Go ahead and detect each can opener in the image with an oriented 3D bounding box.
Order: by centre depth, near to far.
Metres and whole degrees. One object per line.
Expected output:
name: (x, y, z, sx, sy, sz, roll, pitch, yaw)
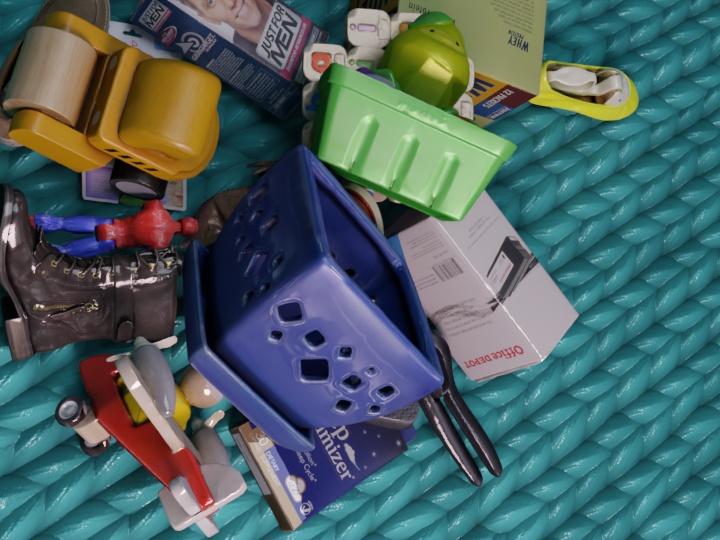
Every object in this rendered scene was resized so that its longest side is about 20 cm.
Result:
can opener: (0.093, 0.152, 1.467, 0.202, 0.063, 0.079, 62, 31, -13)

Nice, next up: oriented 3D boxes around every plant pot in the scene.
plant pot: (-0.058, 0.038, 1.250, 0.200, 0.179, 0.201, 47, 18, -34)

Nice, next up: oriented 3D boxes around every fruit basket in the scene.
fruit basket: (0.059, -0.171, 1.331, 0.212, 0.155, 0.219, 0, 92, -8)

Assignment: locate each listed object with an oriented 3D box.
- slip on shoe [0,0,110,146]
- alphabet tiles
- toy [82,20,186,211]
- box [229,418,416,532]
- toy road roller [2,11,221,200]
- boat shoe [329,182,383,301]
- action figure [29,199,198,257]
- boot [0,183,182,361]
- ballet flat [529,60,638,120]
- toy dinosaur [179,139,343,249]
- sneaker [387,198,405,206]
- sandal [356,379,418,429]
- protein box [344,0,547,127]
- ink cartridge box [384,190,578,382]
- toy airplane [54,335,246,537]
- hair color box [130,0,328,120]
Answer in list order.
slip on shoe: (-0.312, -0.219, 1.320, 0.075, 0.061, 0.201, 27, 67, 5)
alphabet tiles: (0.030, -0.173, 1.403, 0.193, 0.015, 0.203, 0, 91, -19)
toy: (-0.229, -0.168, 1.371, 0.114, 0.047, 0.203, 5, 75, -30)
box: (-0.030, 0.171, 1.406, 0.199, 0.032, 0.122, -31, 93, -33)
toy road roller: (-0.221, -0.159, 1.253, 0.199, 0.145, 0.125, 25, 70, -34)
boat shoe: (0.000, 0.000, 1.404, 0.063, 0.071, 0.201, -48, 140, -28)
action figure: (-0.260, -0.031, 1.317, 0.197, 0.099, 0.066, -6, 82, -8)
boot: (-0.255, -0.003, 1.247, 0.172, 0.202, 0.069, -9, 37, -16)
ballet flat: (0.289, -0.231, 1.668, 0.198, 0.067, 0.068, 3, 75, -29)
toy dinosaur: (-0.112, -0.062, 1.391, 0.198, 0.086, 0.138, -9, 82, -27)
sneaker: (0.051, -0.129, 1.481, 0.198, 0.114, 0.074, 17, 68, -26)
sandal: (-0.033, 0.119, 1.375, 0.198, 0.043, 0.076, 17, 44, 10)
protein box: (0.100, -0.301, 1.539, 0.196, 0.135, 0.203, 16, 70, -25)
ink cartridge box: (0.124, 0.013, 1.466, 0.084, 0.144, 0.201, -43, 100, -30)
toy airplane: (-0.172, 0.147, 1.233, 0.199, 0.200, 0.141, 47, 72, -11)
hair color box: (-0.138, -0.263, 1.429, 0.199, 0.060, 0.101, 31, 50, -19)
